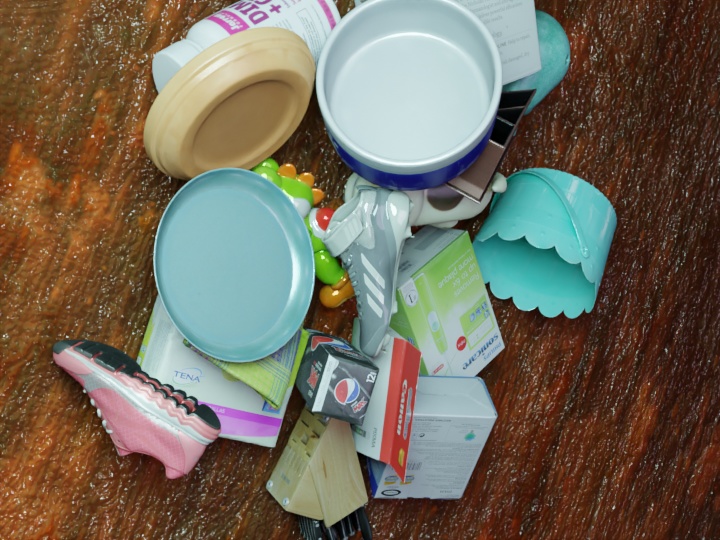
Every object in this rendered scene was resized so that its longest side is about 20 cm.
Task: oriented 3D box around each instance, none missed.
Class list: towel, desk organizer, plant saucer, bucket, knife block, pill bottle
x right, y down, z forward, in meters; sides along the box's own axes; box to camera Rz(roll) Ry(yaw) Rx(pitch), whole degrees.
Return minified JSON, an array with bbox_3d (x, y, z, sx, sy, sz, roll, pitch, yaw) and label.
[{"bbox_3d":[-0.124,0.044,1.020,0.143,0.023,0.202,37,40,-28],"label":"towel"},{"bbox_3d":[0.153,-0.171,1.095,0.201,0.071,0.078,-56,172,-53],"label":"desk organizer"},{"bbox_3d":[-0.125,-0.158,0.915,0.198,0.038,0.201,-32,161,-12],"label":"plant saucer"},{"bbox_3d":[0.267,-0.041,1.302,0.207,0.205,0.136,46,60,-35],"label":"bucket"},{"bbox_3d":[-0.028,0.278,1.188,0.174,0.064,0.203,25,92,-37],"label":"knife block"},{"bbox_3d":[-0.122,-0.236,0.988,0.199,0.112,0.115,-37,120,-29],"label":"pill bottle"},{"bbox_3d":[-0.134,-0.005,0.949,0.197,0.027,0.205,6,81,-39],"label":"plant saucer"}]

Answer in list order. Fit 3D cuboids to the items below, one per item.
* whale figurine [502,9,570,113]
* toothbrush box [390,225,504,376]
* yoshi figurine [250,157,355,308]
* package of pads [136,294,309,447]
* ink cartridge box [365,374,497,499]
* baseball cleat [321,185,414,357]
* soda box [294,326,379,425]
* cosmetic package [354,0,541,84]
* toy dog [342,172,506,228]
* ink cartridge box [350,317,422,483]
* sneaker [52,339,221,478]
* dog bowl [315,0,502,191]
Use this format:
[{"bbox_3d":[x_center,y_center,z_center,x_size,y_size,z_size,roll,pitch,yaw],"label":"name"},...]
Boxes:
[{"bbox_3d":[0.233,-0.270,1.259,0.160,0.102,0.203,59,46,-56],"label":"whale figurine"},{"bbox_3d":[0.104,0.061,1.257,0.145,0.085,0.203,-36,121,-28],"label":"toothbrush box"},{"bbox_3d":[-0.083,-0.046,1.064,0.112,0.112,0.201,-49,125,-13],"label":"yoshi figurine"},{"bbox_3d":[-0.164,0.111,1.052,0.198,0.068,0.157,20,86,-41],"label":"package of pads"},{"bbox_3d":[0.087,0.240,1.223,0.134,0.077,0.203,4,125,-16],"label":"ink cartridge box"},{"bbox_3d":[0.000,0.000,1.039,0.104,0.070,0.204,7,104,-12],"label":"baseball cleat"},{"bbox_3d":[-0.035,0.122,1.073,0.062,0.200,0.072,17,91,-13],"label":"soda box"},{"bbox_3d":[0.105,-0.331,1.125,0.165,0.166,0.204,-26,114,-33],"label":"cosmetic package"},{"bbox_3d":[0.066,-0.095,1.132,0.198,0.192,0.142,-16,122,-43],"label":"toy dog"},{"bbox_3d":[0.022,0.158,1.136,0.049,0.200,0.164,6,96,-11],"label":"ink cartridge box"},{"bbox_3d":[-0.247,0.146,0.934,0.198,0.074,0.088,31,92,4],"label":"sneaker"},{"bbox_3d":[0.052,-0.193,0.968,0.202,0.197,0.079,-62,170,-12],"label":"dog bowl"}]
